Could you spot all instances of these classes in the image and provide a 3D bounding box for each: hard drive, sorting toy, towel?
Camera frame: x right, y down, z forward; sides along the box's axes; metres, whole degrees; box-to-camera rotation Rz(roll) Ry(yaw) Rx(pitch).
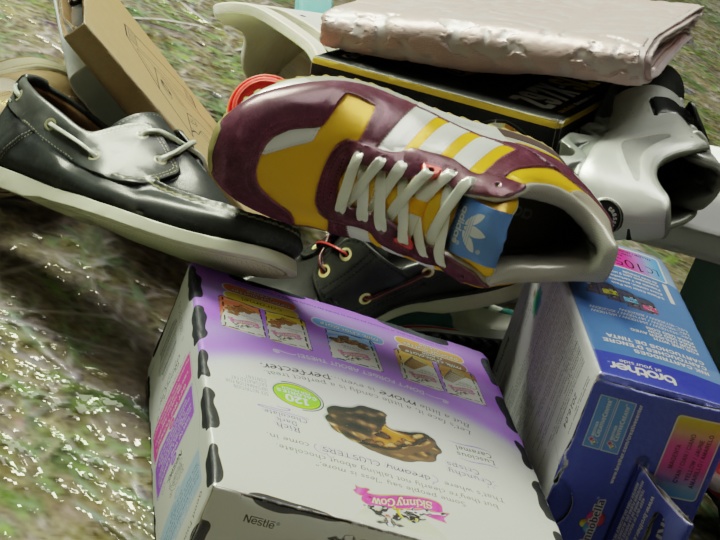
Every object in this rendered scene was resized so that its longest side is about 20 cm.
[{"bbox_3d":[-0.147,-0.120,1.076,0.132,0.027,0.200,51,8,-31],"label":"hard drive"},{"bbox_3d":[-0.017,-0.146,1.202,0.200,0.107,0.180,37,13,28],"label":"sorting toy"},{"bbox_3d":[0.100,-0.149,1.034,0.199,0.032,0.191,8,17,20],"label":"towel"}]

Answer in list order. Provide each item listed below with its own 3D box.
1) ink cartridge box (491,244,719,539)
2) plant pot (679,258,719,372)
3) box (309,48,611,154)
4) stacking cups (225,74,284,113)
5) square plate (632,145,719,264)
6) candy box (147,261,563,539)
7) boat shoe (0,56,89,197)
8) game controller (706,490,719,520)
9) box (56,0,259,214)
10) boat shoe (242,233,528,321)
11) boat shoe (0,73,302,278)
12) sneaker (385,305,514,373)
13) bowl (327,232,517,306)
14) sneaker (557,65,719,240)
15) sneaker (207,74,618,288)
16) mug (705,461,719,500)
[{"bbox_3d":[0.115,0.085,0.821,0.076,0.137,0.200,15,23,-7],"label":"ink cartridge box"},{"bbox_3d":[0.289,0.071,1.038,0.141,0.142,0.200,6,23,-38],"label":"plant pot"},{"bbox_3d":[0.077,-0.107,1.051,0.159,0.050,0.200,19,20,19],"label":"box"},{"bbox_3d":[-0.057,-0.096,1.073,0.060,0.061,0.200,22,4,-6],"label":"stacking cups"},{"bbox_3d":[0.244,-0.038,1.066,0.197,0.029,0.200,17,22,31],"label":"square plate"},{"bbox_3d":[-0.008,0.092,0.768,0.167,0.072,0.200,18,22,-16],"label":"candy box"},{"bbox_3d":[-0.210,-0.073,0.944,0.069,0.074,0.200,47,26,13],"label":"boat shoe"},{"bbox_3d":[0.226,0.156,0.873,0.104,0.042,0.200,53,6,-31],"label":"game controller"},{"bbox_3d":[-0.107,-0.088,0.973,0.200,0.021,0.164,52,5,-27],"label":"box"},{"bbox_3d":[-0.001,-0.001,0.892,0.200,0.063,0.074,-16,35,-8],"label":"boat shoe"},{"bbox_3d":[-0.111,-0.047,0.845,0.199,0.068,0.072,22,-5,29],"label":"boat shoe"},{"bbox_3d":[0.076,0.039,0.969,0.199,0.071,0.094,8,32,-28],"label":"sneaker"},{"bbox_3d":[0.045,-0.032,1.073,0.200,0.091,0.201,21,23,-9],"label":"bowl"},{"bbox_3d":[0.175,-0.063,0.983,0.088,0.074,0.200,12,33,21],"label":"sneaker"},{"bbox_3d":[0.029,-0.038,0.786,0.199,0.075,0.090,7,22,-22],"label":"sneaker"},{"bbox_3d":[0.270,0.119,0.770,0.200,0.134,0.178,37,8,-13],"label":"mug"}]
